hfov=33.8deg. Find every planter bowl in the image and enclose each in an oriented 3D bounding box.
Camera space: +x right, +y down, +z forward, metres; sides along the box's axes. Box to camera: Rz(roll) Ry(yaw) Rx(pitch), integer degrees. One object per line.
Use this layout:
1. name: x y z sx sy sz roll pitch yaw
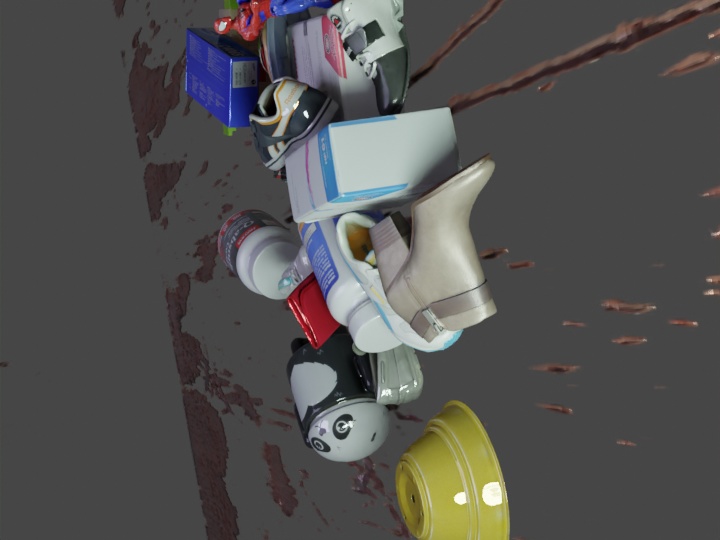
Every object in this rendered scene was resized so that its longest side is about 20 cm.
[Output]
1. planter bowl: 0.094 0.259 1.388 0.200 0.083 0.202 170 90 -73

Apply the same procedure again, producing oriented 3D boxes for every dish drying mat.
1. dish drying mat: -0.039 0.031 1.549 0.077 0.018 0.200 61 -155 -9

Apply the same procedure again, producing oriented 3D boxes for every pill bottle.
1. pill bottle: -0.158 -0.026 1.948 0.200 0.115 0.117 -144 47 -65
2. pill bottle: 0.000 0.000 1.488 0.112 0.111 0.201 103 151 -50

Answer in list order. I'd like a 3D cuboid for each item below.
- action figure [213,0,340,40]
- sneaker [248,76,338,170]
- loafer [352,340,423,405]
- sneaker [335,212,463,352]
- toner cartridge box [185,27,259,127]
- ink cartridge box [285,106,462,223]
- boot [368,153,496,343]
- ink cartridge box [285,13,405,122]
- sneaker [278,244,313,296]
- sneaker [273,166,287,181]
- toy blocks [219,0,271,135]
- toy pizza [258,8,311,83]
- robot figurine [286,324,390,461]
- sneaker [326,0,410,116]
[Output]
1. action figure: -0.105 -0.342 1.449 0.099 0.199 0.066 35 -139 -57
2. sneaker: -0.094 -0.183 1.431 0.079 0.079 0.200 -62 14 -21
3. loafer: 0.021 0.082 1.533 0.070 0.069 0.201 99 155 -53
4. sneaker: 0.038 0.014 1.356 0.200 0.076 0.081 45 173 29
5. toner cartridge box: -0.191 -0.267 1.624 0.200 0.043 0.096 -138 48 -56
6. ink cartridge box: 0.009 -0.116 1.343 0.200 0.144 0.085 158 101 -71
7. boot: 0.098 -0.015 1.244 0.200 0.070 0.147 -33 88 42
8. ink cartridge box: -0.021 -0.241 1.466 0.200 0.084 0.147 -162 64 -68
9. sneaker: -0.078 0.007 1.673 0.200 0.088 0.076 63 -173 -81
10. sneaker: -0.066 -0.153 1.628 0.200 0.093 0.071 -160 73 -79
11. toy blocks: -0.128 -0.297 1.697 0.100 0.136 0.201 -157 64 -63
12. toy pizza: -0.097 -0.285 1.592 0.200 0.032 0.202 -5 -90 -74
13. robot figurine: -0.034 0.169 1.658 0.151 0.124 0.201 85 166 -59
14. sneaker: 0.005 -0.262 1.325 0.074 0.088 0.201 142 125 -67
